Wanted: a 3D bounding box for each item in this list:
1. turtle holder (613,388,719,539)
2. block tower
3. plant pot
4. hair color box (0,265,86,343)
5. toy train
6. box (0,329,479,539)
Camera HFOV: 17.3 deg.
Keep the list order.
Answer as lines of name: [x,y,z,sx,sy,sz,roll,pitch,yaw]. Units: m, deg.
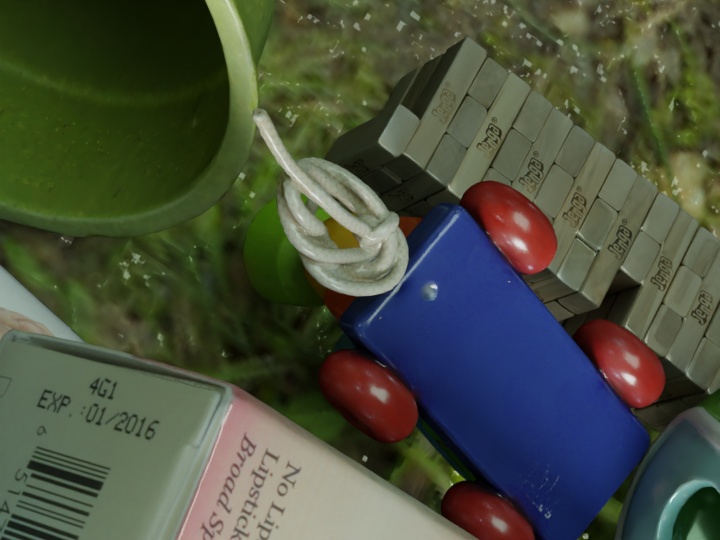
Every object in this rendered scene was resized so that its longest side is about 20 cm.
turtle holder: [0.136,0.114,0.749,0.141,0.132,0.186,38,86,10]
block tower: [0.084,-0.003,0.852,0.199,0.054,0.058,36,66,-15]
plant pot: [-0.081,-0.147,0.747,0.200,0.200,0.191,40,54,-12]
hair color box: [-0.156,0.030,0.731,0.200,0.060,0.100,43,66,-12]
toy train: [0.000,0.000,0.744,0.085,0.115,0.200,-49,125,-11]
box: [-0.032,0.121,0.695,0.200,0.108,0.129,35,73,-42]
